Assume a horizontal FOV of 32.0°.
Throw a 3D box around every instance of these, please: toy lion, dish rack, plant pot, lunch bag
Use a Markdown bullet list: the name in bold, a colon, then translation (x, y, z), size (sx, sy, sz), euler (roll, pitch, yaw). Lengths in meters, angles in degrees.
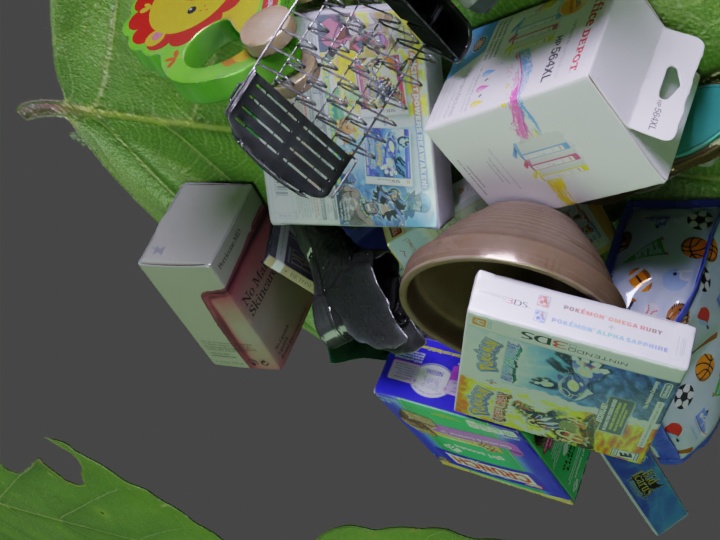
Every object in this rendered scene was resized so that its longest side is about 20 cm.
- **toy lion**: translation (-0.126, -0.221, 1.101), size (0.189, 0.202, 0.069), euler (-14, 137, 20)
- **dish rack**: translation (-0.013, -0.158, 1.009), size (0.153, 0.201, 0.054), euler (37, 174, -41)
- **plant pot**: translation (0.138, 0.004, 1.097), size (0.198, 0.094, 0.202), euler (13, 152, 7)
- **lunch bag**: translation (0.293, 0.059, 1.203), size (0.122, 0.202, 0.171), euler (-1, 141, 34)

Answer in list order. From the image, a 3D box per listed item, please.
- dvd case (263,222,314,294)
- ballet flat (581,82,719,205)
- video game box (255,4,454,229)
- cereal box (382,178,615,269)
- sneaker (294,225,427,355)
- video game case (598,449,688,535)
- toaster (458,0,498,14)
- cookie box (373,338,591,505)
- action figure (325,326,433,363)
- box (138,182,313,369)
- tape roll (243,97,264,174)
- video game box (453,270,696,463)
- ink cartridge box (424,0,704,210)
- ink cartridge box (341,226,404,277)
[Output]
- **dvd case**: translation (-0.019, 0.013, 1.428), size (0.199, 0.149, 0.016), euler (31, 107, -11)
- **ballet flat**: translation (0.270, -0.104, 1.110), size (0.072, 0.069, 0.199), euler (18, 146, -38)
- **video game box**: translation (-0.010, -0.142, 1.160), size (0.180, 0.047, 0.203), euler (4, 111, 29)
- **cereal box**: translation (0.139, -0.036, 1.230), size (0.198, 0.040, 0.144), euler (-27, 128, 12)
- **sneaker**: translation (-0.002, -0.001, 1.249), size (0.104, 0.202, 0.060), euler (-27, 151, 32)
- **video game case**: translation (0.250, 0.154, 1.296), size (0.045, 0.182, 0.200), euler (-35, 135, 4)
- **toaster**: translation (0.097, -0.292, 0.914), size (0.128, 0.114, 0.200), euler (35, 148, -12)
- **cookie box**: translation (0.132, 0.154, 1.301), size (0.169, 0.076, 0.200), euler (12, 157, 33)
- **action figure**: translation (0.054, 0.051, 1.347), size (0.197, 0.120, 0.055), euler (7, 146, -25)
- **box**: translation (-0.153, 0.008, 1.505), size (0.108, 0.129, 0.201), euler (3, 142, 31)
- **tape roll**: translation (-0.023, -0.130, 1.291), size (0.198, 0.049, 0.201), euler (17, 147, 12)
- **video game box**: translation (0.174, 0.087, 1.072), size (0.180, 0.047, 0.201), euler (17, 151, 11)
- **ink cartridge box**: translation (0.180, -0.145, 1.054), size (0.199, 0.130, 0.125), euler (-14, 132, 45)
- **ink cartridge box**: translation (0.065, -0.020, 1.335), size (0.198, 0.044, 0.196), euler (13, 154, -22)
